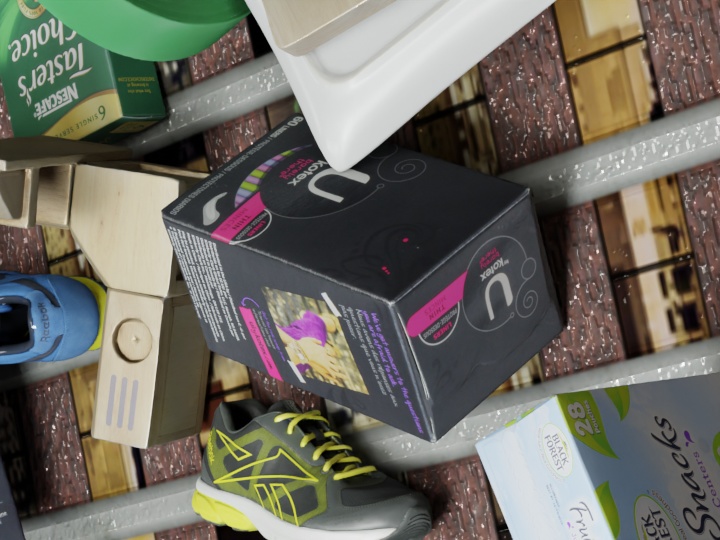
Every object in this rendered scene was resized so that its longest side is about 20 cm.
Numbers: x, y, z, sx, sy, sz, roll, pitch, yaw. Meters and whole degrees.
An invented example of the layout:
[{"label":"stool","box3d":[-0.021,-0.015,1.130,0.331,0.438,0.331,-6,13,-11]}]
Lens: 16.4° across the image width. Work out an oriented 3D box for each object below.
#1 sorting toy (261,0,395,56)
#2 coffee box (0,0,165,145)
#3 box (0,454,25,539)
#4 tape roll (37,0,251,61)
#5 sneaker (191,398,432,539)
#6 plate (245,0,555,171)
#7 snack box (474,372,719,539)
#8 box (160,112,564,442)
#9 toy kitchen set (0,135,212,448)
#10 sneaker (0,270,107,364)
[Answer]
[{"label":"sorting toy","box3d":[-0.004,-0.259,1.415,0.198,0.070,0.201,-28,65,26]},{"label":"coffee box","box3d":[-0.205,-0.179,1.720,0.123,0.044,0.201,-21,79,43]},{"label":"box","box3d":[-0.329,0.115,1.770,0.148,0.104,0.201,-4,102,66]},{"label":"tape roll","box3d":[-0.142,-0.228,1.544,0.048,0.200,0.201,-35,69,42]},{"label":"sneaker","box3d":[-0.036,0.126,1.556,0.200,0.074,0.085,6,97,44]},{"label":"plate","box3d":[0.014,-0.192,1.455,0.199,0.032,0.200,-39,58,18]},{"label":"snack box","box3d":[0.171,0.141,1.265,0.068,0.200,0.169,-36,69,40]},{"label":"box","box3d":[0.000,0.000,1.456,0.200,0.122,0.106,20,138,42]},{"label":"toy kitchen set","box3d":[-0.215,0.010,1.615,0.199,0.163,0.181,10,98,22]},{"label":"sneaker","box3d":[-0.264,0.035,1.774,0.200,0.078,0.066,-4,93,46]}]
